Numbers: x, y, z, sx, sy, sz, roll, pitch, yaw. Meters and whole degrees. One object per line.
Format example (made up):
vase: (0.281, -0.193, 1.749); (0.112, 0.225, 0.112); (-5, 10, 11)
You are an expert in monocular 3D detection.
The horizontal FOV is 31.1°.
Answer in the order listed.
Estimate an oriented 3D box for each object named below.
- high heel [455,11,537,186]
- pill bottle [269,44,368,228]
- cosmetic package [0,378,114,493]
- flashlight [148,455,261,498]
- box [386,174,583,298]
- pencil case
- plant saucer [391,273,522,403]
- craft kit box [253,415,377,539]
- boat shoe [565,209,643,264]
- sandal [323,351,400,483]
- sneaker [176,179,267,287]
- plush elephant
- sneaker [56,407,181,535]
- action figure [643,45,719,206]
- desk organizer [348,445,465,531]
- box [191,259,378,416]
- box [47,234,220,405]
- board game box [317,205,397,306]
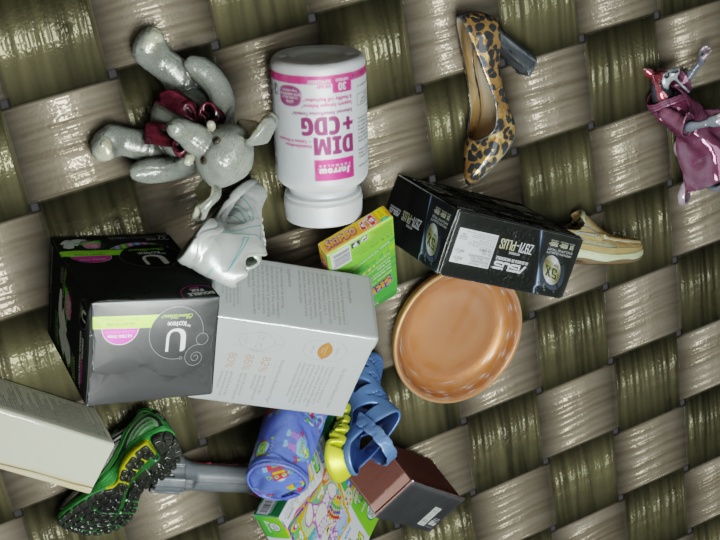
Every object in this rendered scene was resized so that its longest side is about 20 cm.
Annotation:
high heel: (0.138, -0.219, 1.632); (0.142, 0.071, 0.200); (29, 78, -38)
pill bottle: (-0.047, -0.160, 1.543); (0.113, 0.113, 0.200); (-12, 115, -22)
cosmetic package: (-0.400, 0.183, 1.509); (0.200, 0.104, 0.073); (23, 99, -31)
flashlight: (-0.178, 0.262, 1.677); (0.200, 0.068, 0.068); (7, 146, -24)
box: (0.153, -0.044, 1.660); (0.200, 0.164, 0.086); (11, 104, -30)
pencil case: (-0.083, 0.196, 1.624); (0.078, 0.200, 0.087); (-25, 121, 32)
plant saucer: (0.128, 0.084, 1.773); (0.200, 0.037, 0.201); (-9, 112, -23)
craft kit box: (-0.048, 0.312, 1.697); (0.200, 0.048, 0.198); (-61, 141, -42)
boat shoe: (0.309, -0.047, 1.798); (0.200, 0.072, 0.076); (-1, 94, -28)
sandal: (0.013, 0.188, 1.675); (0.087, 0.200, 0.080); (-6, 136, 16)
sneaker: (-0.145, -0.039, 1.507); (0.080, 0.200, 0.070); (38, 122, -6)
plush elephant: (-0.183, -0.149, 1.454); (0.200, 0.155, 0.165); (29, 95, -32)
sneaker: (-0.301, 0.253, 1.606); (0.200, 0.085, 0.078); (-43, 131, 12)
action figure: (0.452, -0.212, 1.804); (0.200, 0.134, 0.149); (39, 132, -20)
desk organizer: (0.061, 0.293, 1.755); (0.072, 0.077, 0.200); (-44, 152, 7)
box: (-0.098, 0.079, 1.561); (0.200, 0.106, 0.152); (9, 133, -16)
box: (-0.261, 0.050, 1.466); (0.148, 0.200, 0.125); (-3, 113, -25)
board game box: (0.000, 0.000, 1.633); (0.095, 0.030, 0.200); (-31, 151, -13)
